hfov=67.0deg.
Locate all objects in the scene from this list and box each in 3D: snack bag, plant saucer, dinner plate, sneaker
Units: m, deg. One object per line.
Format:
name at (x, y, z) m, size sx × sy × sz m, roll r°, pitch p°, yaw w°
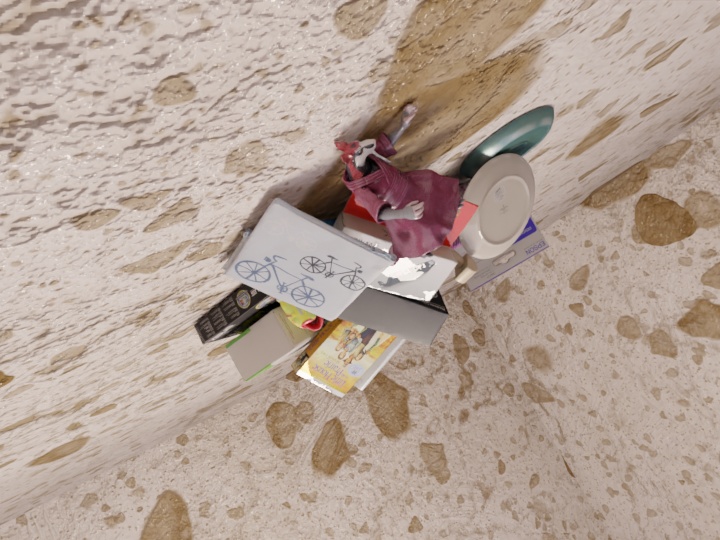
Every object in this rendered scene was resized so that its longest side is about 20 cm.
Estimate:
snack bag at (-0.077, -0.010, 0.750) m, size 0.200 × 0.187 × 0.022 m, roll -45°, pitch -154°, yaw 47°
plant saucer at (0.276, -0.228, 1.011) m, size 0.199 × 0.028 × 0.200 m, roll -29°, pitch 170°, yaw -6°
dinner plate at (0.259, -0.113, 1.003) m, size 0.198 × 0.024 × 0.203 m, roll -15°, pitch 118°, yaw -30°
sneaker at (-0.094, 0.063, 0.931) m, size 0.078 × 0.091 × 0.200 m, roll -32°, pitch 172°, yaw 6°

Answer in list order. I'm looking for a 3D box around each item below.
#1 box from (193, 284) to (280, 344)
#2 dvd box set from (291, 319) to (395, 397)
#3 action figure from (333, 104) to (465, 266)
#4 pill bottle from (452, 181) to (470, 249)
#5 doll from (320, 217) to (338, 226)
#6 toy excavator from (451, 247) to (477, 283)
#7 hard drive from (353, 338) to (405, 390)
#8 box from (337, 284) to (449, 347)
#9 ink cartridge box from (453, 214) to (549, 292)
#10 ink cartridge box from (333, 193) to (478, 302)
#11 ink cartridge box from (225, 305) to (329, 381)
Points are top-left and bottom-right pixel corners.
box at (-0.191, 0.061, 1.027) m, size 0.199 × 0.045 × 0.160 m, roll -35°, pitch 169°, yaw 25°
dvd box set at (-0.020, 0.144, 1.054) m, size 0.200 × 0.029 × 0.146 m, roll -48°, pitch 131°, yaw 4°
action figure at (0.036, -0.107, 0.688) m, size 0.199 × 0.135 × 0.148 m, roll 28°, pitch 152°, yaw -33°
pill bottle at (0.185, -0.104, 1.058) m, size 0.198 × 0.113 × 0.112 m, roll -24°, pitch 169°, yaw -4°
doll at (-0.067, -0.045, 0.865) m, size 0.199 × 0.049 × 0.136 m, roll -32°, pitch 170°, yaw 7°
toy excavator at (0.110, -0.050, 0.948) m, size 0.100 × 0.195 × 0.200 m, roll -47°, pitch 168°, yaw 28°
hard drive at (0.019, 0.133, 1.115) m, size 0.200 × 0.132 × 0.026 m, roll -50°, pitch -162°, yaw 4°
box at (0.036, 0.035, 0.932) m, size 0.198 × 0.142 × 0.079 m, roll 19°, pitch 119°, yaw -18°
ink cartridge box at (0.258, -0.086, 1.134) m, size 0.197 × 0.202 × 0.043 m, roll -28°, pitch 174°, yaw -5°
ink cartridge box at (0.059, -0.046, 0.813) m, size 0.198 × 0.044 × 0.174 m, roll 16°, pitch 127°, yaw -22°
ink cartridge box at (-0.144, 0.122, 1.078) m, size 0.145 × 0.085 × 0.200 m, roll -36°, pitch 174°, yaw 27°
